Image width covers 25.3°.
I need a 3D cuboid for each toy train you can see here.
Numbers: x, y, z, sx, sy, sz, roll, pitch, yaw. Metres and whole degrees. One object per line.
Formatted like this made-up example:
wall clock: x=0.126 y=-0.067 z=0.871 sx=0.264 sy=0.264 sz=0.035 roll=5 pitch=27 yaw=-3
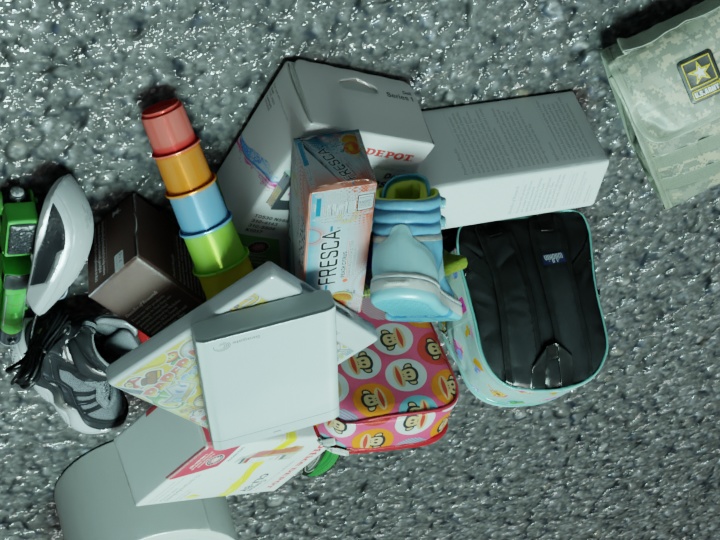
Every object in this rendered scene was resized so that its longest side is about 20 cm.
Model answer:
toy train: x=-0.332 y=0.000 z=1.535 sx=0.042 sy=0.057 sz=0.200 roll=-6 pitch=142 yaw=-21

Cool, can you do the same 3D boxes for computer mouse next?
computer mouse: x=-0.284 y=0.007 z=1.508 sx=0.044 sy=0.110 sz=0.201 roll=19 pitch=116 yaw=5

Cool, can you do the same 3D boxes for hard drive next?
hard drive: x=-0.086 y=0.098 z=1.520 sx=0.131 sy=0.027 sz=0.200 roll=-14 pitch=146 yaw=-9

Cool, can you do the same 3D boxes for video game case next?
video game case: x=-0.110 y=0.079 z=1.525 sx=0.200 sy=0.023 sz=0.182 roll=-32 pitch=145 yaw=19

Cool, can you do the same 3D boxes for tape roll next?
tape roll: x=-0.254 y=0.306 z=1.914 sx=0.202 sy=0.140 sz=0.203 roll=-14 pitch=145 yaw=-10

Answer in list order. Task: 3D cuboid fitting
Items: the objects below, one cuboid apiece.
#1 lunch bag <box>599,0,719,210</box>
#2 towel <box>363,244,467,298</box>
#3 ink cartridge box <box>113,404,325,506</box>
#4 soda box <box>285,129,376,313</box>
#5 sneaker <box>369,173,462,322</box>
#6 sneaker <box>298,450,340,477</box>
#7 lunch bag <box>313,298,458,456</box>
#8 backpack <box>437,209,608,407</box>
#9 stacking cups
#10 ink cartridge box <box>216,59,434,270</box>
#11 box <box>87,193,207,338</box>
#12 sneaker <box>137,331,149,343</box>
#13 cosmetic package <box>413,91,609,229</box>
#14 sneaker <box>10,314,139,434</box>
lunch bag: x=0.339 y=-0.181 z=1.601 sx=0.163 sy=0.118 sz=0.200 roll=-26 pitch=139 yaw=7
towel: x=0.000 y=0.000 z=1.661 sx=0.199 sy=0.144 sz=0.023 roll=-12 pitch=105 yaw=-10
ink cartridge box: x=-0.139 y=0.181 z=1.731 sx=0.199 sy=0.084 sz=0.145 roll=0 pitch=148 yaw=-45
soda box: x=-0.030 y=-0.038 z=1.483 sx=0.063 sy=0.069 sz=0.200 roll=-9 pitch=144 yaw=-13
sneaker: x=0.055 y=-0.020 z=1.527 sx=0.079 sy=0.131 sz=0.200 roll=-1 pitch=171 yaw=7
sneaker: x=-0.061 y=0.167 z=1.900 sx=0.085 sy=0.078 sz=0.201 roll=-1 pitch=132 yaw=-16
lunch bag: x=-0.002 y=0.099 z=1.717 sx=0.175 sy=0.201 sz=0.082 roll=-6 pitch=141 yaw=-17
backpack: x=0.172 y=0.050 z=1.744 sx=0.175 sy=0.201 sz=0.153 roll=-6 pitch=159 yaw=-24
stacking cups: x=-0.146 y=-0.059 z=1.472 sx=0.060 sy=0.061 sz=0.201 roll=-19 pitch=113 yaw=-3
ink cartridge box: x=-0.044 y=-0.094 z=1.537 sx=0.144 sy=0.084 sz=0.200 roll=7 pitch=137 yaw=-33
box: x=-0.173 y=0.025 z=1.572 sx=0.075 sy=0.100 sz=0.200 roll=-36 pitch=126 yaw=19
sneaker: x=-0.191 y=0.088 z=1.702 sx=0.077 sy=0.085 sz=0.200 roll=-20 pitch=146 yaw=-4
cosmetic package: x=0.133 y=-0.109 z=1.597 sx=0.199 sy=0.102 sz=0.071 roll=-9 pitch=144 yaw=-17
sneaker: x=-0.270 y=0.108 z=1.671 sx=0.113 sy=0.076 sz=0.200 roll=-10 pitch=146 yaw=21
